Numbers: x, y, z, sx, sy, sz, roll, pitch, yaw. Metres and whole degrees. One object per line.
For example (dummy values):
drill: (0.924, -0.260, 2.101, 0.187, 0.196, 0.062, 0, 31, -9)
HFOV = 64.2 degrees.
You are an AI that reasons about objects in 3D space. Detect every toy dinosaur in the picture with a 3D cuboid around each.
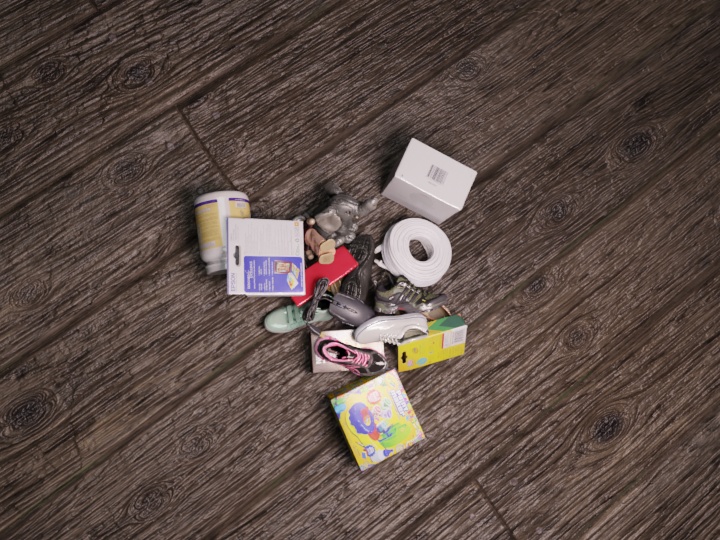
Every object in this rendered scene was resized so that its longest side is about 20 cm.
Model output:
toy dinosaur: (0.092, 0.044, 1.625, 0.087, 0.047, 0.202, 9, 83, -23)

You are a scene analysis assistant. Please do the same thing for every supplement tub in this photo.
supplement tub: (-0.356, -0.097, 1.518, 0.144, 0.145, 0.202, -7, 86, -9)

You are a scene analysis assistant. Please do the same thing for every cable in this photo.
cable: (0.159, -0.055, 1.609, 0.199, 0.069, 0.201, 36, 61, -1)

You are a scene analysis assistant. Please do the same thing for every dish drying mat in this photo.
dish drying mat: (-0.105, 0.014, 1.524, 0.199, 0.018, 0.077, -35, 73, -14)

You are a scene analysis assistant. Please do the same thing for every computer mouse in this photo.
computer mouse: (-0.051, 0.122, 1.489, 0.199, 0.046, 0.141, 35, 77, -21)

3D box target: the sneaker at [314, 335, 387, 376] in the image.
sneaker: (-0.020, 0.225, 1.484, 0.198, 0.095, 0.080, 16, 81, -8)

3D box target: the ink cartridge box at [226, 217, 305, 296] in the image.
ink cartridge box: (-0.242, -0.032, 1.465, 0.198, 0.047, 0.200, 1, 78, -18)

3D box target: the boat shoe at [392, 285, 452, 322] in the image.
boat shoe: (0.177, 0.094, 1.599, 0.199, 0.072, 0.076, 30, 69, -18)

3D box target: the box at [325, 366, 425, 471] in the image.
box: (0.037, 0.391, 1.545, 0.191, 0.122, 0.201, -25, 89, -11)

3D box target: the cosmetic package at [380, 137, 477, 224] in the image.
cosmetic package: (0.183, -0.240, 1.586, 0.198, 0.200, 0.124, 27, 79, -6)

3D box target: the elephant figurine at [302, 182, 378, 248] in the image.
elephant figurine: (-0.057, -0.164, 1.533, 0.154, 0.200, 0.142, -19, 68, -16)

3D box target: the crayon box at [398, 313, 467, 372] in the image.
crayon box: (0.190, 0.201, 1.584, 0.198, 0.128, 0.051, -14, 45, -10)

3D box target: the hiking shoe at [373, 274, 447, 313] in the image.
hiking shoe: (0.131, 0.061, 1.525, 0.198, 0.076, 0.102, -4, 91, 3)

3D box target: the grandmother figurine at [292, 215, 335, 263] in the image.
grandmother figurine: (-0.131, -0.088, 1.540, 0.060, 0.200, 0.122, -2, 121, -32)

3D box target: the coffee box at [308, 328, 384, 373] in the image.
coffee box: (-0.039, 0.218, 1.570, 0.198, 0.080, 0.116, -3, 85, -9)

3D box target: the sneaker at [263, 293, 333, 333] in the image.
sneaker: (-0.162, 0.106, 1.536, 0.199, 0.118, 0.074, -13, 69, -13)

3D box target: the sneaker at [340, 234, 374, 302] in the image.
sneaker: (0.000, 0.000, 1.589, 0.075, 0.091, 0.202, 14, 86, 26)

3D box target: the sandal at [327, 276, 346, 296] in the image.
sandal: (-0.071, 0.033, 1.594, 0.080, 0.054, 0.202, -29, 104, -53)

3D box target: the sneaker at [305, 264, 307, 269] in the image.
sneaker: (-0.182, -0.033, 1.568, 0.080, 0.086, 0.201, -26, 89, -12)

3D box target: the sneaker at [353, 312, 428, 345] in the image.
sneaker: (0.083, 0.160, 1.495, 0.198, 0.071, 0.074, -13, 128, -6)
